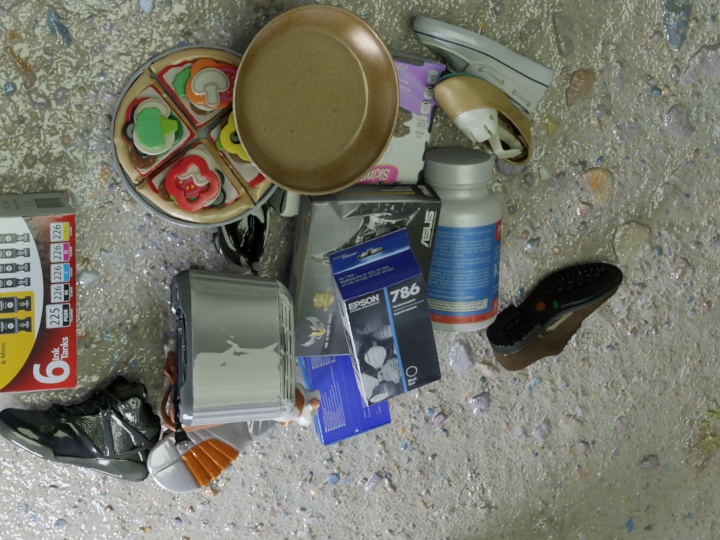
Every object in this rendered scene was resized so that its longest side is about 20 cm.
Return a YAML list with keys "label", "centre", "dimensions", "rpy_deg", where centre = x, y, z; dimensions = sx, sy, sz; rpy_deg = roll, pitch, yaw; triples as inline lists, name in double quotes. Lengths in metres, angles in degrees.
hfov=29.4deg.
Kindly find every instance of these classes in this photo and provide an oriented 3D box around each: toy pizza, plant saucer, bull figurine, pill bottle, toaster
- label: "toy pizza"
  centre: [-0.172, -0.148, 1.485]
  dimensions: [0.197, 0.032, 0.203]
  rpy_deg: [1, 83, -5]
- label: "plant saucer"
  centre: [-0.051, -0.184, 1.475]
  dimensions: [0.198, 0.035, 0.203]
  rpy_deg: [-6, 102, -27]
- label: "bull figurine"
  centre: [-0.139, 0.131, 1.594]
  dimensions: [0.197, 0.123, 0.065]
  rpy_deg: [-6, 155, -25]
- label: "pill bottle"
  centre: [0.113, -0.038, 1.639]
  dimensions: [0.111, 0.112, 0.203]
  rpy_deg: [-7, 111, -19]
- label: "toaster"
  centre: [-0.141, 0.092, 1.499]
  dimensions: [0.127, 0.114, 0.203]
  rpy_deg: [-1, 85, -13]

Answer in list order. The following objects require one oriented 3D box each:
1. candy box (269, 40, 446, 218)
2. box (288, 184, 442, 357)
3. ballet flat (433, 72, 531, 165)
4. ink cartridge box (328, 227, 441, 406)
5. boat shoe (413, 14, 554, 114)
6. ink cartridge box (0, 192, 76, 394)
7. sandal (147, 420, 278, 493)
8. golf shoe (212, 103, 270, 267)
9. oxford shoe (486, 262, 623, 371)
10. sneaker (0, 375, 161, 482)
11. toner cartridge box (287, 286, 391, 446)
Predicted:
- label: "candy box"
  centre: [-0.008, -0.156, 1.574]
  dimensions: [0.166, 0.071, 0.203]
  rpy_deg: [6, 105, -24]
- label: "box"
  centre: [0.000, 0.000, 1.574]
  dimensions: [0.156, 0.048, 0.202]
  rpy_deg: [-2, 119, -21]
- label: "ballet flat"
  centre: [0.151, -0.171, 1.589]
  dimensions: [0.068, 0.064, 0.199]
  rpy_deg: [-22, 158, 28]
- label: "ink cartridge box"
  centre: [0.030, 0.056, 1.566]
  dimensions: [0.098, 0.039, 0.202]
  rpy_deg: [-20, 124, -8]
- label: "boat shoe"
  centre: [0.141, -0.236, 1.605]
  dimensions: [0.198, 0.073, 0.068]
  rpy_deg: [18, 98, -26]
- label: "ink cartridge box"
  centre: [-0.397, 0.027, 1.475]
  dimensions: [0.173, 0.084, 0.203]
  rpy_deg: [-4, 110, -20]
- label: "sandal"
  centre: [-0.174, 0.193, 1.639]
  dimensions: [0.206, 0.059, 0.080]
  rpy_deg: [-31, 113, -33]
- label: "golf shoe"
  centre: [-0.130, -0.100, 1.534]
  dimensions: [0.077, 0.094, 0.203]
  rpy_deg: [-12, 110, -16]
- label: "oxford shoe"
  centre: [0.253, 0.059, 1.761]
  dimensions: [0.199, 0.073, 0.085]
  rpy_deg: [-31, 133, -7]
- label: "sneaker"
  centre: [-0.313, 0.164, 1.562]
  dimensions: [0.197, 0.076, 0.116]
  rpy_deg: [19, 98, -29]
- label: "toner cartridge box"
  centre: [-0.027, 0.105, 1.671]
  dimensions: [0.094, 0.043, 0.203]
  rpy_deg: [-16, 112, -15]
